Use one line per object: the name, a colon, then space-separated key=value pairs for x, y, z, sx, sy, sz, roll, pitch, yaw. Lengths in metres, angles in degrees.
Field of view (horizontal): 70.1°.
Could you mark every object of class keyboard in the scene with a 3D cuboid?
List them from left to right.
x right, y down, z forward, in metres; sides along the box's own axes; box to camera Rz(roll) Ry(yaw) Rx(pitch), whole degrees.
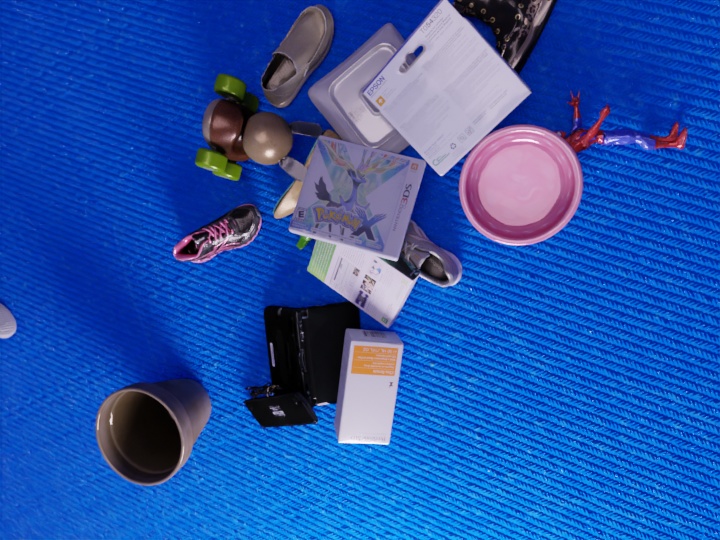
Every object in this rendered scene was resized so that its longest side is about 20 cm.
keyboard: x=-0.163 y=0.265 z=1.037 sx=0.200 sy=0.040 sz=0.104 roll=-20 pitch=107 yaw=43

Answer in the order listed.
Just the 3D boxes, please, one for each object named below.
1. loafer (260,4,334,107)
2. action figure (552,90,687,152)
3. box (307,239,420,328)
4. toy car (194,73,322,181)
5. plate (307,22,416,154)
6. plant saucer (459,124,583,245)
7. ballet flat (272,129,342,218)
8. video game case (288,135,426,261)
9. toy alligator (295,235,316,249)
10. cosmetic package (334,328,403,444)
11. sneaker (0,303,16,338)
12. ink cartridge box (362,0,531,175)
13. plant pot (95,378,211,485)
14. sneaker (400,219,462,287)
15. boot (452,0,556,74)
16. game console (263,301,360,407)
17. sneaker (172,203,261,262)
loafer: x=-0.118 y=-0.395 z=0.945 sx=0.076 sy=0.068 sz=0.200 roll=34 pitch=105 yaw=8
action figure: x=0.409 y=-0.241 z=0.827 sx=0.199 sy=0.065 sz=0.099 roll=-2 pitch=115 yaw=14
box: x=0.000 y=0.000 z=0.947 sx=0.200 sy=0.036 sz=0.145 roll=34 pitch=136 yaw=11
toy car: x=-0.175 y=-0.241 z=0.944 sx=0.199 sy=0.158 sz=0.165 roll=15 pitch=91 yaw=5
plate: x=0.033 y=-0.310 z=0.923 sx=0.200 sy=0.032 sz=0.200 roll=-37 pitch=89 yaw=8
plant saucer: x=0.271 y=-0.145 z=0.877 sx=0.200 sy=0.051 sz=0.202 roll=5 pitch=107 yaw=17
ballet flat: x=-0.094 y=-0.169 z=0.973 sx=0.063 sy=0.069 sz=0.200 roll=35 pitch=105 yaw=1
video game case: x=-0.006 y=-0.129 z=0.894 sx=0.199 sy=0.022 sz=0.183 roll=16 pitch=81 yaw=10
toy alligator: x=-0.064 y=-0.114 z=0.978 sx=0.059 sy=0.054 sz=0.200 roll=44 pitch=106 yaw=5
cosmetic package: x=0.013 y=0.219 z=0.972 sx=0.101 sy=0.071 sz=0.201 roll=5 pitch=100 yaw=-10
sneaker: x=-0.916 y=0.109 z=1.236 sx=0.200 sy=0.074 sz=0.082 roll=33 pitch=134 yaw=3
ink cartridge box: x=0.139 y=-0.295 z=0.845 sx=0.200 sy=0.043 sz=0.196 roll=46 pitch=119 yaw=-5
plant pot: x=-0.407 y=0.310 z=1.066 sx=0.199 sy=0.174 sz=0.201 roll=2 pitch=98 yaw=14
sneaker: x=0.096 y=-0.040 z=0.927 sx=0.200 sy=0.092 sz=0.076 roll=33 pitch=105 yaw=9
boot: x=0.222 y=-0.410 z=0.853 sx=0.150 sy=0.073 sz=0.201 roll=30 pitch=108 yaw=11
game console: x=-0.095 y=0.165 z=1.045 sx=0.175 sy=0.116 sz=0.201 roll=1 pitch=99 yaw=45
sneaker: x=-0.290 y=-0.068 z=1.024 sx=0.199 sy=0.095 sz=0.079 roll=-28 pitch=88 yaw=15
